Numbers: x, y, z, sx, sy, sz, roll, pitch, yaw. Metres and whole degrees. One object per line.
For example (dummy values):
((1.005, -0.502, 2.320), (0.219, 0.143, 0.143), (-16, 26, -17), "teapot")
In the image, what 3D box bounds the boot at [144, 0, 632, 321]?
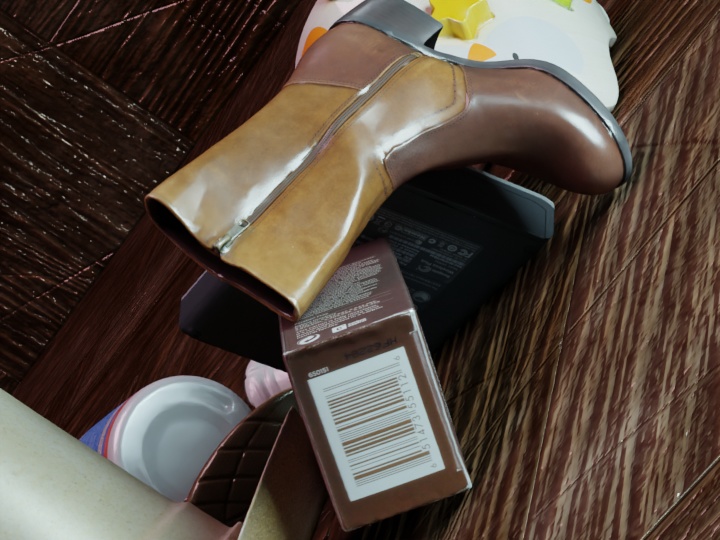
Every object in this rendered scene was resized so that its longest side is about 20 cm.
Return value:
((0.019, -0.047, 1.439), (0.200, 0.188, 0.069), (-47, -17, -36), "boot")

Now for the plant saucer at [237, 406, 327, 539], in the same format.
((-0.055, 0.172, 1.477), (0.200, 0.035, 0.201), (20, -90, -89), "plant saucer")

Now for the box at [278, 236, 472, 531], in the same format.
((0.004, 0.055, 1.453), (0.075, 0.100, 0.200), (-19, 12, -1), "box")

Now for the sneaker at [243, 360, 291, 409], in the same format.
((-0.008, 0.036, 1.778), (0.080, 0.074, 0.200), (-31, 19, 26), "sneaker")

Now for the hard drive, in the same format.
((0.000, 0.000, 1.593), (0.200, 0.139, 0.033), (-47, 30, 46), "hard drive")

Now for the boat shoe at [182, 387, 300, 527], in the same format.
((-0.081, 0.155, 1.685), (0.200, 0.072, 0.068), (-59, 11, -2), "boat shoe")

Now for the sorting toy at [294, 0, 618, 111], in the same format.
((0.067, -0.124, 1.651), (0.199, 0.107, 0.180), (-20, 39, -5), "sorting toy")

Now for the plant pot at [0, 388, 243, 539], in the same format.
((-0.195, 0.159, 1.527), (0.201, 0.183, 0.200), (-50, 0, -1), "plant pot")

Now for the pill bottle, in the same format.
((-0.144, 0.145, 1.928), (0.112, 0.112, 0.200), (-60, 10, -22), "pill bottle")
